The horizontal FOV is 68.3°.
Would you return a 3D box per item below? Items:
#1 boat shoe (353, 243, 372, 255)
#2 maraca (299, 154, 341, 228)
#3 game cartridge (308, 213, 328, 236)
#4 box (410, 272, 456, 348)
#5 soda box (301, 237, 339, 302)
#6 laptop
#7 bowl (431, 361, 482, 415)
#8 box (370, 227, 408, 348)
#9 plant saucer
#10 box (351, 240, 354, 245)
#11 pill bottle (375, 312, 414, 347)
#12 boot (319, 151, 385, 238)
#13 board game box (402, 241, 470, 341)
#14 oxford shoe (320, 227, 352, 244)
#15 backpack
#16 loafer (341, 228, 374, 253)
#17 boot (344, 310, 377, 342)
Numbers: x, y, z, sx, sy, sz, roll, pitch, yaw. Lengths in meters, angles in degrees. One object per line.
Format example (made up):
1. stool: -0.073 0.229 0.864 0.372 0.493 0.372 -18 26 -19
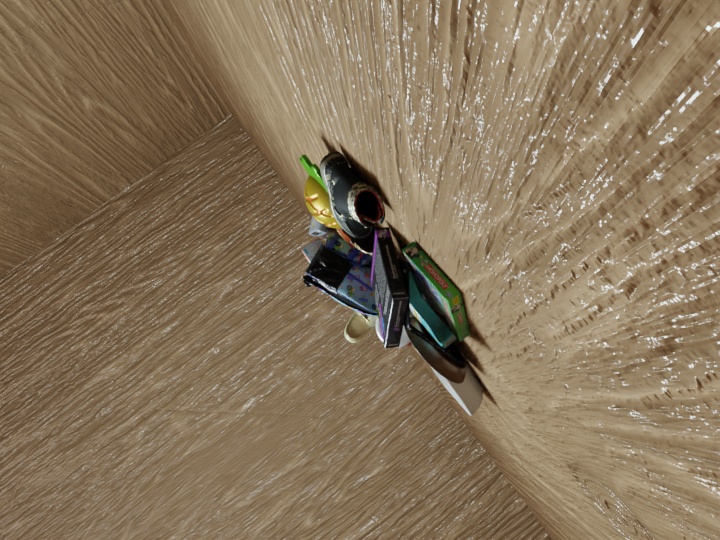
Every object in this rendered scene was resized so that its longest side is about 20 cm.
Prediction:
1. boat shoe: 0.014 -0.054 1.419 0.071 0.064 0.200 51 176 27
2. maraca: -0.072 -0.167 1.143 0.137 0.107 0.200 41 169 38
3. game cartridge: -0.104 -0.164 1.454 0.041 0.134 0.200 9 179 -11
4. box: 0.142 0.083 1.214 0.200 0.049 0.082 52 176 22
5. soda box: -0.091 -0.004 1.491 0.200 0.063 0.069 51 172 43
6. laptop: 0.125 0.075 1.060 0.199 0.104 0.177 35 180 -10
7. bowl: 0.248 0.273 1.437 0.200 0.074 0.200 55 175 -20
8. box: 0.053 0.032 1.057 0.201 0.036 0.144 -99 10 -45
9. plant saucer: 0.185 0.180 1.265 0.200 0.032 0.200 40 -161 -17
10. box: -0.019 -0.104 1.575 0.137 0.038 0.200 48 173 46
11. pill bottle: 0.109 0.154 1.437 0.110 0.109 0.200 52 -176 14
12. boot: -0.003 -0.111 1.010 0.154 0.073 0.204 52 169 47
13. board game box: 0.145 0.045 0.996 0.135 0.029 0.200 50 175 30
14. oxford shoe: -0.039 -0.044 1.529 0.200 0.072 0.071 55 175 -18
15. backpack: -0.013 0.021 1.248 0.199 0.135 0.183 30 180 10
16. loafer: -0.026 -0.116 1.291 0.200 0.073 0.071 53 175 10
17. boot: 0.030 0.099 1.417 0.072 0.200 0.155 42 166 12
